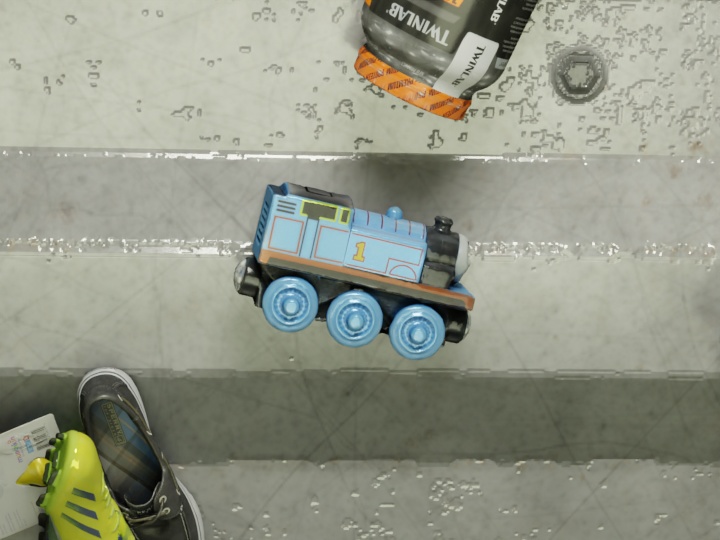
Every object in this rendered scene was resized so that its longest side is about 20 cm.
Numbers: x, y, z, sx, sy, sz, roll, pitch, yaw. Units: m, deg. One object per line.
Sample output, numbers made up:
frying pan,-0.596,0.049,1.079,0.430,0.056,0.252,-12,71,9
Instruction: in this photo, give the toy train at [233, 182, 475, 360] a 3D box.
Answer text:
toy train,0.000,0.000,1.496,0.198,0.087,0.115,12,100,-8

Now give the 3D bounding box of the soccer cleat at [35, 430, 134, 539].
soccer cleat,-0.222,0.195,1.511,0.083,0.065,0.201,10,139,-5

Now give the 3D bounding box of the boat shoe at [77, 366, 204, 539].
boat shoe,-0.183,0.178,1.542,0.069,0.066,0.201,-17,108,1

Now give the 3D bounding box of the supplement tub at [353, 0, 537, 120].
supplement tub,0.078,-0.225,1.411,0.122,0.123,0.201,22,104,-11

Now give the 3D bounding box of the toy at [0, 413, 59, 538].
toy,-0.338,0.184,1.534,0.199,0.047,0.116,-19,132,-9
